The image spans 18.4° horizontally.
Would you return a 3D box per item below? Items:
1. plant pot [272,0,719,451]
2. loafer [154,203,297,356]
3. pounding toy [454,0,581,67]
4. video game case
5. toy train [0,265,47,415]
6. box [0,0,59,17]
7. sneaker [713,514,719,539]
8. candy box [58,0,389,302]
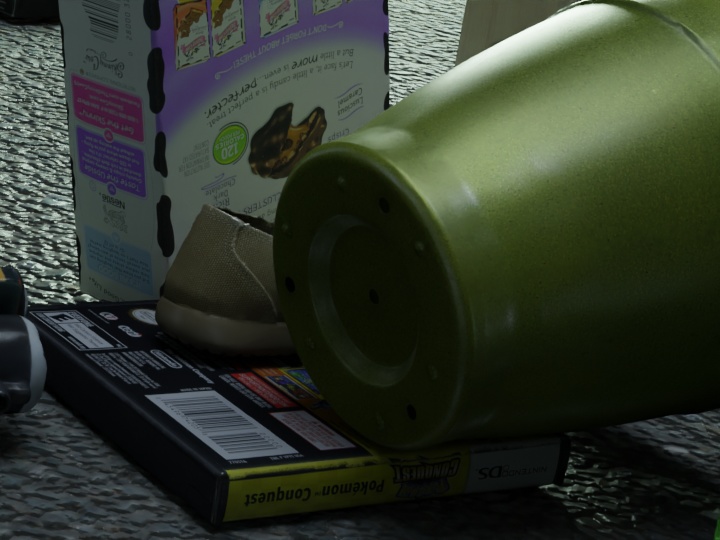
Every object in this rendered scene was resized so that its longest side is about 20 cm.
[{"bbox_3d":[0.075,-0.012,0.945,0.193,0.200,0.200,-18,30,-35],"label":"plant pot"},{"bbox_3d":[0.000,0.000,1.036,0.200,0.067,0.076,-5,22,-38],"label":"loafer"},{"bbox_3d":[0.142,-0.141,1.424,0.142,0.200,0.184,23,22,38],"label":"pounding toy"},{"bbox_3d":[-0.036,0.055,0.998,0.181,0.026,0.200,-3,20,-34],"label":"video game case"},{"bbox_3d":[-0.227,0.026,0.910,0.200,0.085,0.114,3,30,-27],"label":"toy train"},{"bbox_3d":[-0.253,-0.248,1.814,0.193,0.048,0.200,-3,20,-41],"label":"box"},{"bbox_3d":[0.185,0.109,0.885,0.084,0.077,0.200,18,28,6],"label":"sneaker"},{"bbox_3d":[-0.064,-0.094,1.112,0.072,0.200,0.168,21,34,36],"label":"candy box"}]
